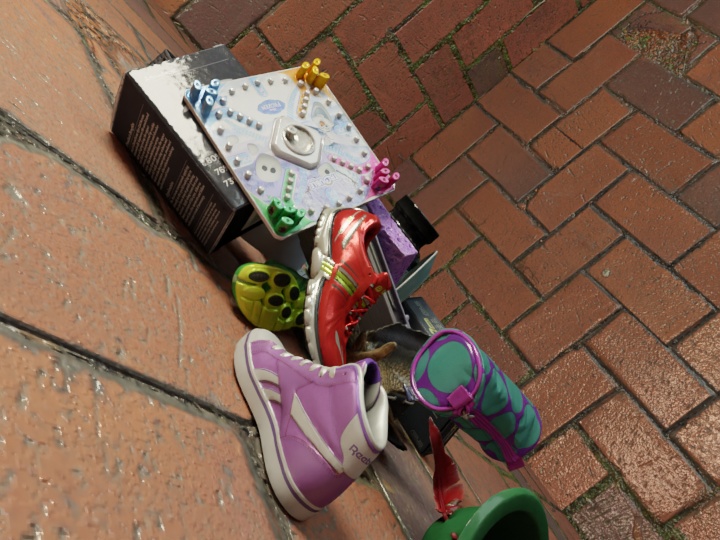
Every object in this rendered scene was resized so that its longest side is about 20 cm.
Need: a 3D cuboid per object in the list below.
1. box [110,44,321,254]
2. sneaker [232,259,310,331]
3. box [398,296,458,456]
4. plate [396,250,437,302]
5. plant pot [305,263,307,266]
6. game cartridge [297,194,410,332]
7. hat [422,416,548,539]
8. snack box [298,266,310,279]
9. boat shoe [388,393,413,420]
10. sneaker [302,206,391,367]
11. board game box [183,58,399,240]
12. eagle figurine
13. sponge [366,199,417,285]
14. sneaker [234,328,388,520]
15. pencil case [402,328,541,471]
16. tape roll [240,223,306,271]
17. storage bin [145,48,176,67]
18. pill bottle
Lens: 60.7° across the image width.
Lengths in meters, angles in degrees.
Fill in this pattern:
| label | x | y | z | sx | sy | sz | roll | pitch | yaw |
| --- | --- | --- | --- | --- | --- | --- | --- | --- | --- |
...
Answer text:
| label | x | y | z | sx | sy | sz | roll | pitch | yaw |
| --- | --- | --- | --- | --- | --- | --- | --- | --- | --- |
| box | -0.172 | -0.148 | 0.733 | 0.148 | 0.104 | 0.200 | -35 | 84 | -40 |
| sneaker | -0.107 | 0.028 | 0.746 | 0.083 | 0.075 | 0.200 | 28 | -1 | 21 |
| box | 0.099 | 0.167 | 0.987 | 0.051 | 0.158 | 0.201 | -2 | 46 | -40 |
| plate | 0.051 | 0.041 | 0.978 | 0.026 | 0.200 | 0.200 | 50 | 5 | -1 |
| plant pot | -0.016 | 0.007 | 1.245 | 0.142 | 0.141 | 0.200 | 53 | 13 | 24 |
| game cartridge | -0.011 | 0.011 | 0.801 | 0.129 | 0.038 | 0.202 | -9 | -76 | 53 |
| hat | 0.063 | 0.255 | 0.577 | 0.175 | 0.167 | 0.199 | 10 | 3 | 44 |
| snack box | -0.069 | 0.050 | 0.994 | 0.116 | 0.037 | 0.200 | 52 | 6 | 0 |
| boat shoe | 0.017 | 0.158 | 0.868 | 0.200 | 0.060 | 0.074 | 46 | 7 | -43 |
| sneaker | -0.011 | 0.024 | 0.628 | 0.077 | 0.084 | 0.202 | 79 | 14 | -69 |
| board game box | -0.071 | -0.153 | 0.716 | 0.199 | 0.026 | 0.201 | -28 | 80 | -41 |
| eagle figurine | 0.024 | 0.134 | 0.727 | 0.151 | 0.152 | 0.199 | 14 | -7 | 40 |
| sponge | 0.000 | 0.000 | 0.841 | 0.030 | 0.201 | 0.112 | -16 | 59 | -37 |
| sneaker | -0.037 | 0.100 | 0.533 | 0.073 | 0.114 | 0.201 | 44 | 8 | -42 |
| pencil case | 0.128 | 0.143 | 0.662 | 0.200 | 0.085 | 0.093 | 43 | 28 | -45 |
| tape roll | -0.147 | -0.089 | 0.913 | 0.202 | 0.071 | 0.202 | 39 | 6 | -5 |
| storage bin | -0.258 | -0.225 | 0.963 | 0.136 | 0.094 | 0.200 | 55 | 6 | 36 |
| pill bottle | 0.023 | -0.025 | 0.983 | 0.112 | 0.200 | 0.112 | 50 | 6 | -7 |
